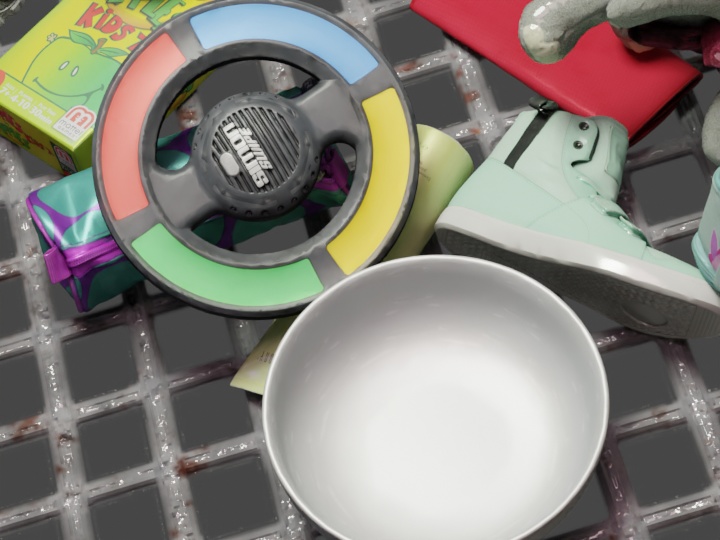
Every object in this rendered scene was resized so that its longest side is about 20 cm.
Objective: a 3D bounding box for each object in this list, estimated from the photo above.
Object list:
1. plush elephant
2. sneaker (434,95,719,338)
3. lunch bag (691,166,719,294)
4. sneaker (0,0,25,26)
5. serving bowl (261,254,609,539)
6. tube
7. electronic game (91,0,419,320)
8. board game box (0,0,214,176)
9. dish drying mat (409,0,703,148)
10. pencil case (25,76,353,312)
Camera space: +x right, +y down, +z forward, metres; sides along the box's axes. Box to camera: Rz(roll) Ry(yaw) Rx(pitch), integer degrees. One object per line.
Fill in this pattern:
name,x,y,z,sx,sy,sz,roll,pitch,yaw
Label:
plush elephant,0.228,-0.142,1.551,0.200,0.165,0.155,-36,79,24
sneaker,0.154,-0.038,1.557,0.200,0.074,0.119,22,69,29
lunch bag,0.302,0.004,1.475,0.160,0.077,0.200,-19,52,-34
sneaker,-0.277,-0.235,1.815,0.099,0.078,0.201,3,46,23
serving bowl,0.044,0.091,1.491,0.199,0.066,0.201,-2,58,3
tube,0.000,0.000,1.586,0.052,0.058,0.200,36,69,-5
electronic game,-0.063,-0.069,1.559,0.199,0.042,0.201,0,79,-2
board game box,-0.153,-0.154,1.733,0.101,0.048,0.200,31,66,30
dish drying mat,0.125,-0.150,1.687,0.077,0.018,0.200,-42,57,-19
pencil case,-0.105,-0.046,1.618,0.199,0.085,0.092,-22,19,-3
